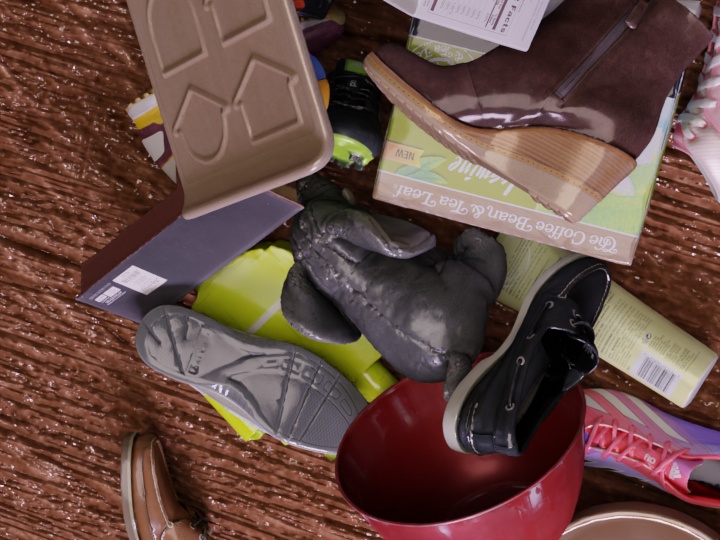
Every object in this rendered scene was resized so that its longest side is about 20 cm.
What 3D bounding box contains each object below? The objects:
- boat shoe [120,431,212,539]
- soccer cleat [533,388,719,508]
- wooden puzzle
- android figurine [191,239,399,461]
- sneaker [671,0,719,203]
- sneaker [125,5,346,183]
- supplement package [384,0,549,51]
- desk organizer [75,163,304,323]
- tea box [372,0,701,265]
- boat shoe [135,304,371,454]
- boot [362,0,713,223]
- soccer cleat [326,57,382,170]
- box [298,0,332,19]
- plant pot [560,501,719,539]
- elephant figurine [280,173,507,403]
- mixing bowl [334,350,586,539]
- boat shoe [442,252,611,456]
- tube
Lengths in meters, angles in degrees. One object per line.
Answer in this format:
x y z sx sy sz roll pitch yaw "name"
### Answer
-0.158 0.229 1.369 0.068 0.072 0.200 -6 108 9 "boat shoe"
0.230 0.143 1.257 0.200 0.076 0.067 16 103 9 "soccer cleat"
-0.088 -0.151 1.124 0.185 0.046 0.201 -15 87 52 "wooden puzzle"
-0.061 0.058 1.325 0.200 0.041 0.182 45 106 1 "android figurine"
0.275 -0.143 1.195 0.104 0.075 0.201 -17 100 10 "sneaker"
-0.087 -0.141 1.285 0.200 0.075 0.090 -24 104 21 "sneaker"
0.045 -0.261 1.063 0.200 0.111 0.156 38 112 44 "supplement package"
-0.139 -0.043 1.265 0.200 0.072 0.077 -35 47 34 "desk organizer"
0.135 -0.127 1.198 0.200 0.134 0.197 14 101 10 "tea box"
-0.085 0.087 1.290 0.202 0.065 0.075 23 86 0 "boat shoe"
0.121 -0.147 1.108 0.200 0.072 0.167 33 90 9 "boot"
-0.013 -0.120 1.202 0.067 0.200 0.081 14 95 -2 "soccer cleat"
-0.066 -0.313 1.198 0.148 0.104 0.200 34 108 37 "box"
0.221 0.274 1.275 0.200 0.093 0.201 2 100 13 "plant pot"
0.000 0.000 1.225 0.200 0.155 0.142 30 75 -12 "elephant figurine"
0.091 0.164 1.224 0.200 0.200 0.109 -15 120 15 "mixing bowl"
0.141 0.063 1.173 0.066 0.199 0.075 13 135 41 "boat shoe"
0.186 0.032 1.265 0.200 0.052 0.058 33 61 14 "tube"
